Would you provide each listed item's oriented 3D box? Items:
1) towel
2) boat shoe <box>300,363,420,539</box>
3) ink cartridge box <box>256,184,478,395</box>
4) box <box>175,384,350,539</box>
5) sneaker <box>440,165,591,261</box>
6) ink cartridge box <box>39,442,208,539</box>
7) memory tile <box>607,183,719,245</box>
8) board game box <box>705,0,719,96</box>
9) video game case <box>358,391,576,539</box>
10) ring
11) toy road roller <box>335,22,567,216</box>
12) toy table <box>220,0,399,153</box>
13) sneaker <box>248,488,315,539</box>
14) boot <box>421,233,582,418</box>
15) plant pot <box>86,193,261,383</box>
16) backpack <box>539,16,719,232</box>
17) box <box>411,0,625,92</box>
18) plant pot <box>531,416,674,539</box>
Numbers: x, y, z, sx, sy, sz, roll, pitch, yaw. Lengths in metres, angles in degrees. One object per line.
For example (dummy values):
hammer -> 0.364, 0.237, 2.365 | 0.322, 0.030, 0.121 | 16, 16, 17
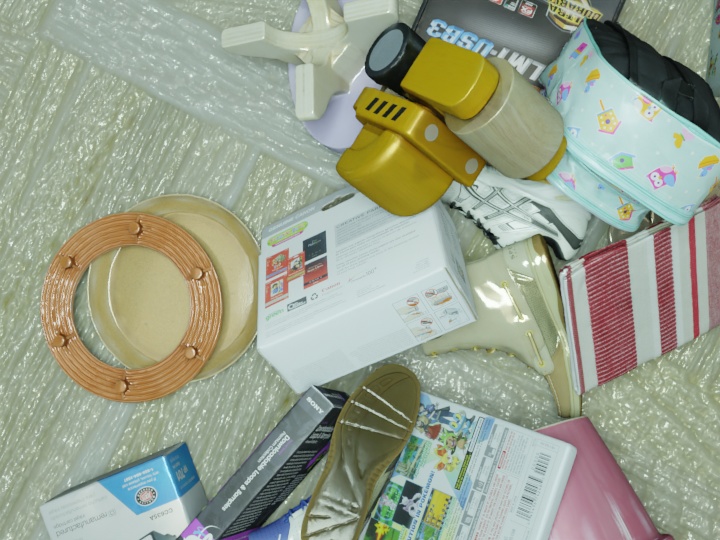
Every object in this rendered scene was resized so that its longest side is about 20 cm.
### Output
towel -> 0.286, 0.024, 0.836 | 0.198, 0.023, 0.146 | -23, 118, -14
boat shoe -> -0.003, 0.186, 0.823 | 0.072, 0.065, 0.202 | 28, 68, 6
ink cartridge box -> 0.000, 0.000, 0.846 | 0.198, 0.177, 0.084 | -23, 132, 16
box -> -0.086, 0.202, 0.852 | 0.036, 0.143, 0.200 | 43, 90, 16
sneaker -> 0.142, -0.061, 0.886 | 0.197, 0.076, 0.089 | 12, 93, 5
ink cartridge box -> -0.222, 0.305, 0.885 | 0.145, 0.086, 0.203 | -22, 86, 1
memory tile -> 0.345, -0.037, 0.907 | 0.152, 0.017, 0.202 | -26, 87, 1
board game box -> 0.451, -0.282, 0.886 | 0.145, 0.064, 0.204 | 7, 87, 3
video game case -> 0.088, 0.232, 0.790 | 0.181, 0.022, 0.203 | 13, 78, 41
ring -> -0.245, 0.039, 0.898 | 0.197, 0.019, 0.204 | 0, 88, 3
toy road roller -> 0.066, -0.114, 0.748 | 0.122, 0.200, 0.147 | 30, 93, -37
toy table -> -0.035, -0.232, 0.855 | 0.181, 0.117, 0.203 | -17, 77, 18
sneaker -> -0.023, 0.236, 0.888 | 0.196, 0.081, 0.117 | -12, 85, -5
boot -> 0.144, 0.075, 0.883 | 0.153, 0.073, 0.202 | -15, 109, 14
plant pot -> -0.196, 0.020, 0.919 | 0.196, 0.027, 0.204 | 0, 88, 3
backpack -> 0.248, -0.129, 0.785 | 0.174, 0.201, 0.154 | 31, 111, -12
box -> 0.153, -0.237, 0.904 | 0.198, 0.050, 0.201 | 25, 89, 3
plant pot -> 0.195, 0.249, 0.828 | 0.197, 0.200, 0.181 | -18, 72, 1
